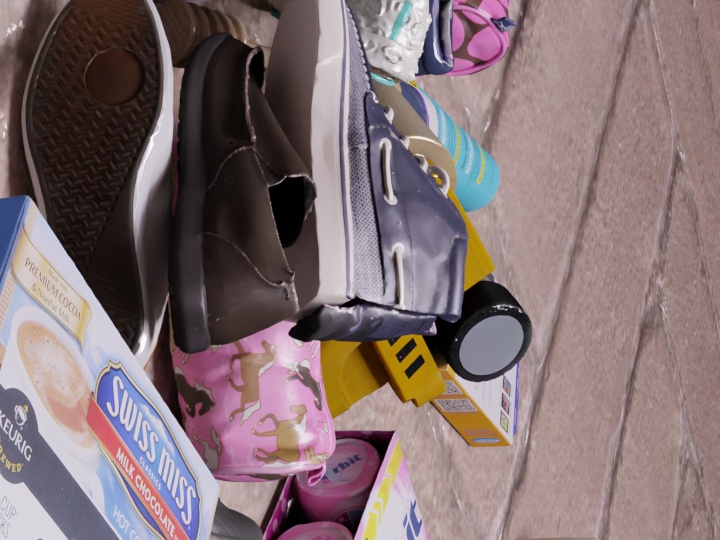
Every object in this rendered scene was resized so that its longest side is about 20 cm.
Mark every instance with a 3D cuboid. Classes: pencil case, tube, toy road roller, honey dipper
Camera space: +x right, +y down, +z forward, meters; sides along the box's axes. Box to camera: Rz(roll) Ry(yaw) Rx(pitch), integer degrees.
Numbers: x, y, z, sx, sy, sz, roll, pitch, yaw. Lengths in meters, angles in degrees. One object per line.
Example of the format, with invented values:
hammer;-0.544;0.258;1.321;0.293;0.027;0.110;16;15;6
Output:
pencil case;-0.061;0.019;1.061;0.082;0.086;0.202;5;81;-53
tube;0.045;-0.101;1.437;0.200;0.050;0.078;34;47;-58
toy road roller;0.000;0.000;1.135;0.123;0.145;0.201;54;-6;50
pencil case;0.089;-0.256;1.518;0.094;0.090;0.202;52;37;-45
honey dipper;-0.043;-0.122;1.126;0.199;0.038;0.038;9;77;-51

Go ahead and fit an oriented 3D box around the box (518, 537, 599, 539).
box;0.149;0.308;1.584;0.200;0.077;0.096;-45;128;-63

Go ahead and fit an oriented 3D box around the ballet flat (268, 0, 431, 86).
ballet flat;-0.001;-0.160;1.147;0.200;0.071;0.072;-136;-149;-64

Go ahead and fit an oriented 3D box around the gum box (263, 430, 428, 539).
gum box;-0.018;0.207;1.175;0.201;0.065;0.114;-66;147;-50

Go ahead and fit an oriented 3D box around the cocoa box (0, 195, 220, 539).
cocoa box;-0.157;0.087;0.737;0.201;0.132;0.132;64;29;-46

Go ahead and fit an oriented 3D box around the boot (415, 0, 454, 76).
boot;0.019;-0.228;1.317;0.073;0.089;0.202;1;86;-69

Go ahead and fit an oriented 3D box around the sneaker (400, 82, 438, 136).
sneaker;-0.015;-0.041;1.235;0.146;0.080;0.202;16;79;-55

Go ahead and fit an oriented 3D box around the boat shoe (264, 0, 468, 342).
boat shoe;0.004;-0.055;1.012;0.092;0.075;0.202;7;71;-26

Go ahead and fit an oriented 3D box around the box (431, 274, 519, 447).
box;0.086;0.060;1.520;0.200;0.041;0.120;53;38;-59

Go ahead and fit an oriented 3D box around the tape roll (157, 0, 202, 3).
tape roll;-0.056;-0.255;1.054;0.202;0.138;0.205;-4;90;-68

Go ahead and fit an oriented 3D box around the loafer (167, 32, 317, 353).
loafer;-0.057;-0.039;0.962;0.073;0.070;0.201;92;-2;-50

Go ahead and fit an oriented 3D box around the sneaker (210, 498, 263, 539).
sneaker;-0.103;0.115;0.969;0.200;0.075;0.092;34;48;-67

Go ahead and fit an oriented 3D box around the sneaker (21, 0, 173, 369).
sneaker;-0.128;-0.040;0.950;0.085;0.072;0.202;80;12;-78
